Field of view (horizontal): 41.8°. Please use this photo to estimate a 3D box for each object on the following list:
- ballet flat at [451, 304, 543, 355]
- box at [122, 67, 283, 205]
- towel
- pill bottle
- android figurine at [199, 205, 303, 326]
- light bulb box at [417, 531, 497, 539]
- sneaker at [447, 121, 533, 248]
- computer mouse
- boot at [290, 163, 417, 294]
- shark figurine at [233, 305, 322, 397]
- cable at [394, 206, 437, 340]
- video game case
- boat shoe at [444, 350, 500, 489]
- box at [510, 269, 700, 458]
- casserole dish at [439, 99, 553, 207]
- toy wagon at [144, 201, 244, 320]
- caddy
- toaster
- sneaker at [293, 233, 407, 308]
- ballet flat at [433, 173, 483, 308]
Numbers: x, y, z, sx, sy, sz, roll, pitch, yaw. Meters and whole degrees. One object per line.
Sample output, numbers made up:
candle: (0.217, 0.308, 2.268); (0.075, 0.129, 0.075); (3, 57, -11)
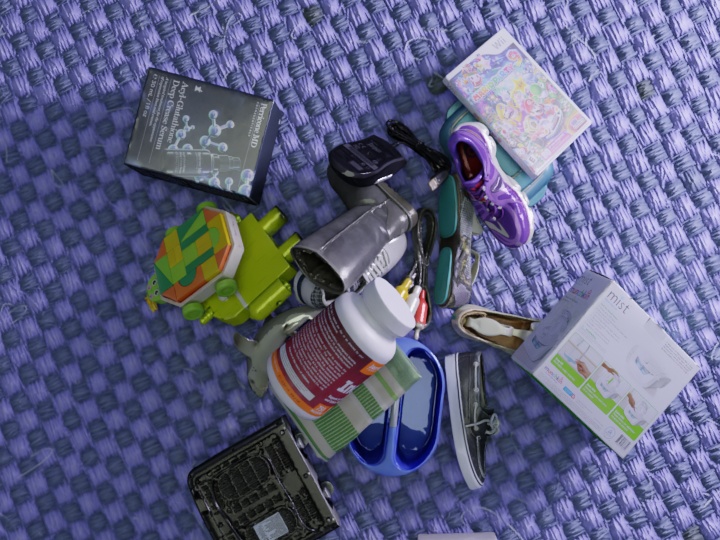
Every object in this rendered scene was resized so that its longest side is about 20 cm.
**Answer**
ballet flat: (0.232, 0.098, 1.411); (0.197, 0.062, 0.069); (11, 89, 3)
box: (-0.234, -0.199, 1.420); (0.197, 0.107, 0.151); (14, 88, 2)
towel: (-0.026, 0.160, 1.367); (0.200, 0.023, 0.153); (-44, 69, 15)
pill bottle: (-0.025, 0.105, 1.297); (0.199, 0.113, 0.113); (-40, 87, 17)
android figurine: (-0.176, -0.002, 1.418); (0.199, 0.041, 0.183); (-39, 60, 3)
light bulb box: (0.141, 0.495, 1.333); (0.123, 0.198, 0.203); (-2, 89, 4)
sneaker: (0.180, -0.116, 1.379); (0.080, 0.083, 0.202); (-27, 98, 33)
computer mouse: (0.045, -0.145, 1.379); (0.140, 0.199, 0.046); (37, 130, 16)
boot: (-0.032, -0.067, 1.361); (0.181, 0.073, 0.200); (34, 53, 23)
shark figurine: (-0.110, 0.082, 1.424); (0.213, 0.090, 0.128); (-36, 120, 8)
cable: (0.094, 0.007, 1.413); (0.097, 0.050, 0.202); (31, 72, -31)
video game case: (0.236, -0.253, 1.418); (0.143, 0.018, 0.200); (-42, 87, -23)
boat shoe: (0.174, 0.221, 1.404); (0.067, 0.074, 0.203); (-10, 78, 16)
box: (0.353, 0.133, 1.360); (0.200, 0.097, 0.177); (41, 90, -15)
casserole dish: (0.208, -0.183, 1.435); (0.121, 0.039, 0.200); (-41, 86, 0)
toy wagon: (-0.258, -0.004, 1.410); (0.199, 0.039, 0.157); (-34, 56, 21)
caddy: (0.050, 0.198, 1.393); (0.139, 0.105, 0.203); (6, 88, 2)
toaster: (-0.145, 0.336, 1.391); (0.198, 0.119, 0.182); (-30, 86, 1)
sneaker: (0.000, 0.000, 1.387); (0.199, 0.080, 0.077); (-33, 111, -24)
ballet flat: (0.150, -0.043, 1.426); (0.071, 0.072, 0.204); (4, 88, 3)
